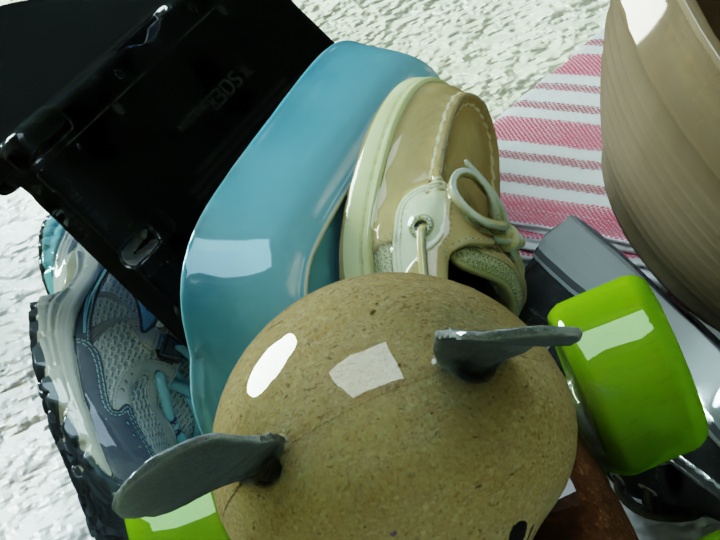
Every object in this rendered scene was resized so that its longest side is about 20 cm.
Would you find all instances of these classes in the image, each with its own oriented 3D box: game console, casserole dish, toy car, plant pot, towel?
[{"bbox_3d":[-0.094,-0.037,0.870,0.116,0.176,0.200,-42,7,33],"label":"game console"},{"bbox_3d":[0.000,0.000,0.797,0.039,0.121,0.200,-4,31,27],"label":"casserole dish"},{"bbox_3d":[0.017,0.064,0.580,0.164,0.200,0.158,-23,67,2],"label":"toy car"},{"bbox_3d":[0.147,-0.040,0.771,0.093,0.201,0.201,-44,15,35],"label":"plant pot"},{"bbox_3d":[0.123,-0.054,0.918,0.146,0.030,0.200,12,41,43],"label":"towel"}]

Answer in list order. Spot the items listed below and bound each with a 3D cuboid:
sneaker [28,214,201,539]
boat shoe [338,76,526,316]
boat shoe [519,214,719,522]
[{"bbox_3d":[-0.072,0.025,0.844,0.086,0.078,0.200,-14,31,0],"label":"sneaker"},{"bbox_3d":[0.032,0.026,0.738,0.063,0.073,0.201,-8,56,26],"label":"boat shoe"},{"bbox_3d":[0.101,0.050,0.736,0.057,0.069,0.200,-49,33,7],"label":"boat shoe"}]
